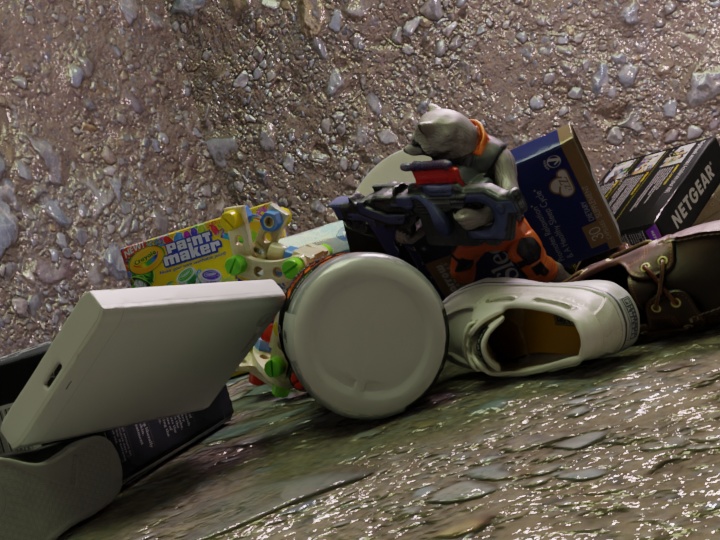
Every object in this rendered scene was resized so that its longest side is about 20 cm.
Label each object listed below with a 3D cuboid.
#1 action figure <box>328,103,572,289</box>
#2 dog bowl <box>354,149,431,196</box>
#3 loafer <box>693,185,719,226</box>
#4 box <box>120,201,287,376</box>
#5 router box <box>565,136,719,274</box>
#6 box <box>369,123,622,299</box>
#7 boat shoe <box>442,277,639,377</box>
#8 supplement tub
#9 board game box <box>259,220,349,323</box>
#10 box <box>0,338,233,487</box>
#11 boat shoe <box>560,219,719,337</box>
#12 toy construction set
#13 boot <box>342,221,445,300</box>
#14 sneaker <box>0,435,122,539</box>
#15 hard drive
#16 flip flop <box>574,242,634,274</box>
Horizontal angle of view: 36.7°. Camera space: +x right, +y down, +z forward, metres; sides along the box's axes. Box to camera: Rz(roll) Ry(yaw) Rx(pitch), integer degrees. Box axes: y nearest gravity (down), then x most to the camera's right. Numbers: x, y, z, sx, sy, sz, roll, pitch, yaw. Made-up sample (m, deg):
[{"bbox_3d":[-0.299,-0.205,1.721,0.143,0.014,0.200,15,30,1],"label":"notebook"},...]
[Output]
[{"bbox_3d":[0.079,-0.049,0.880,0.199,0.195,0.105,11,48,41],"label":"action figure"},{"bbox_3d":[0.077,-0.054,1.384,0.198,0.202,0.079,-15,-27,31],"label":"dog bowl"},{"bbox_3d":[0.423,-0.087,1.370,0.198,0.069,0.076,-18,3,-21],"label":"loafer"},{"bbox_3d":[-0.175,0.033,1.383,0.198,0.195,0.122,-17,3,-1],"label":"box"},{"bbox_3d":[0.332,-0.075,1.288,0.148,0.051,0.200,-14,25,47],"label":"router box"},{"bbox_3d":[0.115,-0.037,0.951,0.198,0.122,0.033,-22,34,19],"label":"box"},{"bbox_3d":[0.107,0.047,0.799,0.069,0.072,0.199,-18,9,-36],"label":"boat shoe"},{"bbox_3d":[-0.005,0.046,0.873,0.121,0.124,0.200,-17,3,-8],"label":"supplement tub"},{"bbox_3d":[-0.012,0.018,1.195,0.197,0.044,0.201,-16,-33,2],"label":"board game box"},{"bbox_3d":[-0.251,0.120,0.949,0.198,0.125,0.196,-16,1,22],"label":"box"},{"bbox_3d":[0.213,0.013,0.766,0.070,0.071,0.199,-10,-11,-36],"label":"boat shoe"},{"bbox_3d":[-0.080,0.042,1.034,0.130,0.202,0.092,21,36,19],"label":"toy construction set"},{"bbox_3d":[0.000,0.000,1.073,0.198,0.169,0.077,-6,44,8],"label":"boot"},{"bbox_3d":[-0.254,0.163,0.732,0.098,0.071,0.200,-18,-3,21],"label":"sneaker"},{"bbox_3d":[-0.153,0.064,0.799,0.132,0.026,0.199,-53,-24,22],"label":"hard drive"},{"bbox_3d":[0.217,0.006,0.963,0.199,0.058,0.081,-20,4,-35],"label":"flip flop"}]
